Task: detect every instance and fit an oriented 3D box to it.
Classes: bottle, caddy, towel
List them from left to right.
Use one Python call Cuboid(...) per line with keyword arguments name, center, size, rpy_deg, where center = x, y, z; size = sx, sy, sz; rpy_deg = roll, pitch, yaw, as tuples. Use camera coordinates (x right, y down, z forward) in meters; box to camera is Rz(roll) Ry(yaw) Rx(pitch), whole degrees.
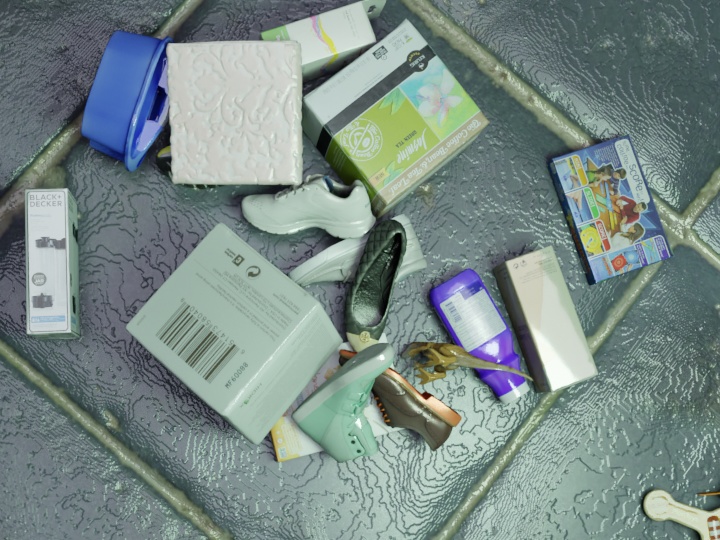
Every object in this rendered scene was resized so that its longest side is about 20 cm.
Cuboid(name="caddy", center=(-0.319, -0.243, 1.662), size=(0.104, 0.141, 0.202), rpy_deg=(17, 82, -1))
Cuboid(name="towel", center=(-0.175, -0.220, 1.635), size=(0.189, 0.032, 0.202), rpy_deg=(-1, 95, -1))
Cuboid(name="bottle", center=(0.180, 0.099, 1.715), size=(0.083, 0.065, 0.201), rpy_deg=(-30, 87, -4))

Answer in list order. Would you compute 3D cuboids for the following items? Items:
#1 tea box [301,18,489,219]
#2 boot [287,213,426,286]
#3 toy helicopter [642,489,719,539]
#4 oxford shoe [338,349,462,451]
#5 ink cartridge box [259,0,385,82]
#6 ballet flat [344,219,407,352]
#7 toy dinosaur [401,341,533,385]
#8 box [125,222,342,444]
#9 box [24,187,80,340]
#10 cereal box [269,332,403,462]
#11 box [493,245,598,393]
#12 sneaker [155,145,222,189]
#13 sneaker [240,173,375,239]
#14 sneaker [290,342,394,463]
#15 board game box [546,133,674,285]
Cuboid(name="tea box", center=(0.045, -0.217, 1.706), size=(0.200, 0.134, 0.197), rpy_deg=(-39, 89, -10))
Cuboid(name="boot", center=(0.000, 0.000, 1.703), size=(0.199, 0.074, 0.096), rpy_deg=(-26, 87, -7))
Cuboid(name="toy helicopter", center=(0.518, 0.365, 1.720), size=(0.198, 0.079, 0.133), rpy_deg=(19, 87, 9))
Cuboid(name="oxford shoe", center=(0.045, 0.182, 1.649), size=(0.199, 0.071, 0.073), rpy_deg=(33, 88, 0))
Cuboid(name="ink cartridge box", center=(-0.047, -0.334, 1.717), size=(0.198, 0.117, 0.068), rpy_deg=(-20, 88, -8))
Cuboid(name="ballet flat", center=(0.019, 0.024, 1.655), size=(0.066, 0.057, 0.202), rpy_deg=(11, 102, -11))
Cuboid(name="toy dinosaur", center=(0.134, 0.124, 1.653), size=(0.199, 0.106, 0.061), rpy_deg=(14, 113, 34))
Cuboid(name="box", center=(-0.167, 0.089, 1.593), size=(0.198, 0.172, 0.200), rpy_deg=(37, 79, 22))
Cuboid(name="box", center=(-0.431, -0.007, 1.630), size=(0.059, 0.117, 0.202), rpy_deg=(-2, 82, -7))
Cuboid(name="cereal box", center=(-0.042, 0.183, 1.690), size=(0.198, 0.040, 0.145), rpy_deg=(-14, 85, -8))
Cuboid(name="box", center=(0.272, 0.074, 1.716), size=(0.077, 0.095, 0.202), rpy_deg=(-18, 84, -8))
Cuboid(name="sneaker", center=(-0.202, -0.180, 1.710), size=(0.198, 0.078, 0.091), rpy_deg=(-7, 58, -2))
Cuboid(name="sneaker", center=(-0.077, -0.101, 1.680), size=(0.198, 0.088, 0.075), rpy_deg=(1, 37, 8))
Cuboid(name="sneaker", center=(0.006, 0.187, 1.602), size=(0.118, 0.074, 0.200), rpy_deg=(47, 125, -2))
Cuboid(name="board game box", center=(0.382, -0.093, 1.780), size=(0.134, 0.034, 0.202), rpy_deg=(-17, 85, -10))
